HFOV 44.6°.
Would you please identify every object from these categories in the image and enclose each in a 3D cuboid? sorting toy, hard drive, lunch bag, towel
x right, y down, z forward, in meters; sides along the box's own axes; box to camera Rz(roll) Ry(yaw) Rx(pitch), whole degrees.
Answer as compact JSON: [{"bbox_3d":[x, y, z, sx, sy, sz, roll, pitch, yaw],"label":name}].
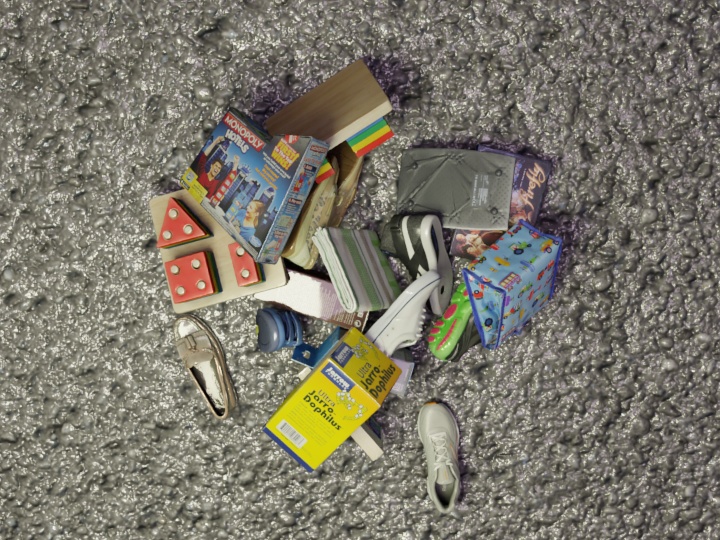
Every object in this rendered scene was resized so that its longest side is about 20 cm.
[{"bbox_3d":[-0.045,-0.239,1.460,0.200,0.199,0.070,-32,124,6],"label":"sorting toy"},{"bbox_3d":[0.164,-0.140,1.508,0.199,0.042,0.135,7,94,19],"label":"hard drive"},{"bbox_3d":[0.264,0.042,1.489,0.150,0.094,0.200,-39,139,-22],"label":"lunch bag"},{"bbox_3d":[-0.243,-0.049,1.449,0.199,0.070,0.200,-15,86,9],"label":"sorting toy"},{"bbox_3d":[0.000,0.000,1.467,0.031,0.200,0.150,-26,78,24],"label":"towel"}]

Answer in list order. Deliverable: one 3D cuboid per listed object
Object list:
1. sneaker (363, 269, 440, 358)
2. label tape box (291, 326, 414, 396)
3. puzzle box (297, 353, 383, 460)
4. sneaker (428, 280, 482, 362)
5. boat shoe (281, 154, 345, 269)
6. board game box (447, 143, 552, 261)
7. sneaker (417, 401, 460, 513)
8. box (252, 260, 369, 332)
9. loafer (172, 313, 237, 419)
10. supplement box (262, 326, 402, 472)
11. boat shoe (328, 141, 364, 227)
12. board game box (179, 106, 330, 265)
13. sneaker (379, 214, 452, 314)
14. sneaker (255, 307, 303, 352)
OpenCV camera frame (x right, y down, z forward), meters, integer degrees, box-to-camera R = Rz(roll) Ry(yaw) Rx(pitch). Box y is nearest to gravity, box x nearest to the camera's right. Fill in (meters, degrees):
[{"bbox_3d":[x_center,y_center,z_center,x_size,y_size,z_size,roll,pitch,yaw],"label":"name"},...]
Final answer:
[{"bbox_3d":[0.075,0.086,1.449,0.071,0.073,0.200,41,74,8],"label":"sneaker"},{"bbox_3d":[-0.012,0.143,1.522,0.199,0.143,0.066,19,97,-2],"label":"label tape box"},{"bbox_3d":[-0.032,0.233,1.539,0.025,0.133,0.200,-40,95,5],"label":"puzzle box"},{"bbox_3d":[0.200,0.078,1.559,0.200,0.077,0.084,-49,133,-3],"label":"sneaker"},{"bbox_3d":[-0.077,-0.099,1.461,0.063,0.073,0.201,34,67,-30],"label":"boat shoe"},{"bbox_3d":[0.244,-0.108,1.544,0.135,0.035,0.201,14,97,-1],"label":"board game box"},{"bbox_3d":[0.149,0.336,1.572,0.075,0.092,0.201,-10,97,1],"label":"sneaker"},{"bbox_3d":[-0.081,0.040,1.532,0.199,0.100,0.075,16,96,-3],"label":"box"},{"bbox_3d":[-0.276,0.171,1.567,0.072,0.063,0.201,-25,97,3],"label":"loafer"},{"bbox_3d":[-0.046,0.206,1.392,0.109,0.109,0.200,41,123,0],"label":"supplement box"},{"bbox_3d":[-0.042,-0.143,1.529,0.071,0.064,0.200,30,94,32],"label":"boat shoe"},{"bbox_3d":[-0.150,-0.149,1.350,0.200,0.062,0.200,44,105,22],"label":"board game box"},{"bbox_3d":[0.094,-0.017,1.540,0.112,0.073,0.201,9,129,29],"label":"sneaker"},{"bbox_3d":[-0.136,0.099,1.495,0.082,0.200,0.074,-2,90,-8],"label":"sneaker"}]
